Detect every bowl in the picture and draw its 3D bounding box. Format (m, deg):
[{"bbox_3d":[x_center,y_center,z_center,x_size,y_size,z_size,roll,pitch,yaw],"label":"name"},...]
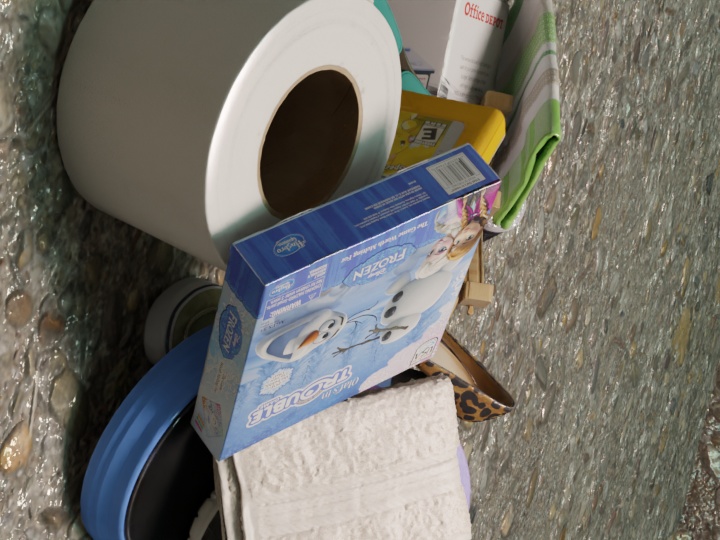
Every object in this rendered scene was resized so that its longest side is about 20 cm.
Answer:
[{"bbox_3d":[-0.122,0.132,1.315,0.200,0.039,0.201,-42,152,-28],"label":"bowl"}]

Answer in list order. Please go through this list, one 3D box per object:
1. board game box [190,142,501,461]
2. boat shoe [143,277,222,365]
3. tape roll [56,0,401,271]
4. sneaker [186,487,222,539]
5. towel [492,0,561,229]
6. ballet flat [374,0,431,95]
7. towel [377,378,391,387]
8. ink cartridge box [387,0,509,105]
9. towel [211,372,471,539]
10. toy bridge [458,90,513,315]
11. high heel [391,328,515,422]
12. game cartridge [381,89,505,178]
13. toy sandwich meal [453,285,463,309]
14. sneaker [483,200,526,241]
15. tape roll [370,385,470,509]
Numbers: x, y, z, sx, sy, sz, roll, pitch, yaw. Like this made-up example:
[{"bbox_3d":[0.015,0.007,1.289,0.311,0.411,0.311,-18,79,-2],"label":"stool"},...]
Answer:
[{"bbox_3d":[-0.012,0.024,1.211,0.199,0.043,0.200,-24,151,-30],"label":"board game box"},{"bbox_3d":[-0.099,0.045,1.377,0.200,0.062,0.073,-3,104,-67],"label":"boat shoe"},{"bbox_3d":[-0.085,-0.107,1.184,0.202,0.139,0.204,-35,138,-39],"label":"tape roll"},{"bbox_3d":[-0.056,0.171,1.343,0.200,0.080,0.074,-52,157,-4],"label":"sneaker"},{"bbox_3d":[0.145,-0.159,1.634,0.150,0.030,0.201,113,-18,-51],"label":"towel"},{"bbox_3d":[0.015,-0.165,1.506,0.067,0.063,0.201,-39,101,-48],"label":"ballet flat"},{"bbox_3d":[-0.024,0.148,1.623,0.111,0.048,0.202,16,88,-63],"label":"towel"},{"bbox_3d":[0.063,-0.161,1.622,0.146,0.085,0.202,-1,102,-67],"label":"ink cartridge box"},{"bbox_3d":[-0.012,0.157,1.302,0.198,0.034,0.134,-11,100,-23],"label":"towel"},{"bbox_3d":[0.109,-0.058,1.608,0.067,0.027,0.202,128,-30,-76],"label":"toy bridge"},{"bbox_3d":[0.080,0.060,1.700,0.072,0.141,0.201,-56,149,-40],"label":"high heel"},{"bbox_3d":[-0.001,-0.073,1.401,0.033,0.175,0.200,82,30,-42],"label":"game cartridge"},{"bbox_3d":[0.000,0.000,1.525,0.203,0.070,0.207,-11,118,-21],"label":"toy sandwich meal"},{"bbox_3d":[0.106,-0.113,1.766,0.114,0.075,0.202,130,-42,-57],"label":"sneaker"},{"bbox_3d":[-0.001,0.204,1.555,0.199,0.065,0.202,-8,105,-31],"label":"tape roll"}]
